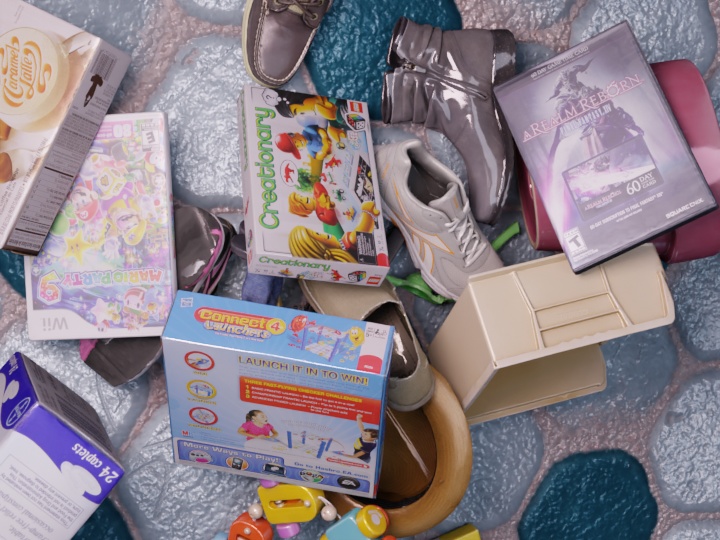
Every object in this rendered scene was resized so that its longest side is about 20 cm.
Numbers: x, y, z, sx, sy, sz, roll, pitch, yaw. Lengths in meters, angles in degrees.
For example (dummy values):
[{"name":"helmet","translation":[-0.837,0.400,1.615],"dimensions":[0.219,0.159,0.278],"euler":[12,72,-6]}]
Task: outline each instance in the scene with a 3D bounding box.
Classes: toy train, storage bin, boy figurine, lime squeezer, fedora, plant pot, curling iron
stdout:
[{"name":"toy train","translation":[-0.046,0.264,1.382],"dimensions":[0.199,0.056,0.151],"euler":[18,119,20]},{"name":"storage bin","translation":[0.182,0.064,1.380],"dimensions":[0.197,0.200,0.094],"euler":[-12,70,-15]},{"name":"boy figurine","translation":[-0.104,0.052,1.347],"dimensions":[0.064,0.125,0.201],"euler":[15,121,1]},{"name":"lime squeezer","translation":[0.073,0.001,1.427],"dimensions":[0.199,0.038,0.071],"euler":[-9,106,-14]},{"name":"fedora","translation":[0.026,0.162,1.403],"dimensions":[0.199,0.082,0.202],"euler":[3,101,15]},{"name":"plant pot","translation":[0.249,-0.097,1.395],"dimensions":[0.178,0.200,0.201],"euler":[-9,103,1]},{"name":"curling iron","translation":[0.000,0.000,1.387],"dimensions":[0.050,0.026,0.200],"euler":[42,73,5]}]

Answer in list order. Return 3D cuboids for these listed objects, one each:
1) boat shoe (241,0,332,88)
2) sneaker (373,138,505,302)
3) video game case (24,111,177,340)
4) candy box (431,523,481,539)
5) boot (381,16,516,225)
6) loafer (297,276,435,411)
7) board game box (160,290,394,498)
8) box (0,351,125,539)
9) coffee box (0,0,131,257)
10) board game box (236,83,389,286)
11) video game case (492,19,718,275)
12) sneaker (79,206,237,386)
[{"name":"boat shoe","translation":[-0.059,-0.268,1.320],"dimensions":[0.073,0.065,0.201],"euler":[14,96,-20]},{"name":"sneaker","translation":[0.082,-0.045,1.367],"dimensions":[0.200,0.092,0.076],"euler":[46,65,-13]},{"name":"video game case","translation":[-0.239,-0.039,1.283],"dimensions":[0.142,0.018,0.201],"euler":[-3,92,10]},{"name":"candy box","translation":[0.046,0.352,1.490],"dimensions":[0.199,0.026,0.103],"euler":[-21,102,-13]},{"name":"boot","translation":[0.081,-0.146,1.395],"dimensions":[0.131,0.070,0.201],"euler":[1,89,-15]},{"name":"loafer","translation":[0.007,0.037,1.324],"dimensions":[0.075,0.068,0.200],"euler":[-34,76,-14]},{"name":"board game box","translation":[-0.074,0.116,1.280],"dimensions":[0.199,0.056,0.196],"euler":[10,139,4]},{"name":"box","translation":[-0.324,0.197,1.259],"dimensions":[0.105,0.184,0.200],"euler":[41,86,-21]},{"name":"coffee box","translation":[-0.303,-0.128,1.240],"dimensions":[0.114,0.080,0.201],"euler":[27,92,12]},{"name":"board game box","translation":[-0.047,-0.081,1.308],"dimensions":[0.125,0.201,0.035],"euler":[6,143,-19]},{"name":"video game case","translation":[0.224,-0.115,1.306],"dimensions":[0.142,0.019,0.201],"euler":[-26,72,12]},{"name":"sneaker","translation":[-0.179,0.030,1.333],"dimensions":[0.200,0.086,0.080],"euler":[-47,73,16]}]
